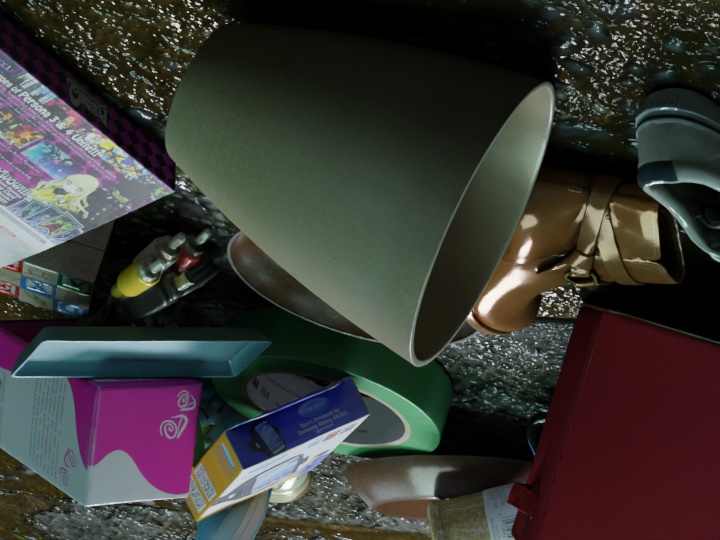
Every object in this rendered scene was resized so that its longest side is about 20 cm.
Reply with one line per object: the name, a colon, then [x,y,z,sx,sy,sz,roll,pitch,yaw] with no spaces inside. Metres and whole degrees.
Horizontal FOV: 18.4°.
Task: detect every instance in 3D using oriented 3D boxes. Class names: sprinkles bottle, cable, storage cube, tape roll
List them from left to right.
cable: [-0.189,0.020,1.735,0.200,0.097,0.050,-26,92,35]
tape roll: [-0.024,0.097,1.867,0.200,0.048,0.201,14,157,6]
sprinkles bottle: [0.158,0.205,1.866,0.199,0.068,0.068,-13,152,4]
storage cube: [0.216,0.133,1.558,0.199,0.180,0.171,17,180,1]

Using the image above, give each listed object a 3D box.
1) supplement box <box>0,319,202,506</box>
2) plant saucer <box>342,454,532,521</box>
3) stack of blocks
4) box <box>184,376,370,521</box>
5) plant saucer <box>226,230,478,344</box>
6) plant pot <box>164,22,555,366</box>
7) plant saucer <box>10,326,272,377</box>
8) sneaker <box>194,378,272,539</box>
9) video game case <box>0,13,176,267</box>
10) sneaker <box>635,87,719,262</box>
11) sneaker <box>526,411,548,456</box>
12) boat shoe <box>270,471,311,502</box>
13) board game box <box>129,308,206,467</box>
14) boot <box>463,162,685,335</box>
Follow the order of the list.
supplement box: [-0.228,0.114,1.842,0.103,0.102,0.200,0,-165,-35]
plant saucer: [0.083,0.197,1.968,0.200,0.037,0.200,3,165,1]
stack of blocks: [-0.297,-0.035,1.740,0.199,0.059,0.115,18,157,-4]
box: [-0.070,0.144,1.810,0.119,0.042,0.200,-23,171,-22]
plant saucer: [0.000,0.000,1.655,0.199,0.032,0.200,14,156,6]
plant pot: [-0.011,-0.069,1.355,0.199,0.188,0.187,26,160,15]
plant saucer: [-0.171,0.063,1.736,0.199,0.019,0.070,1,153,-33]
sneaker: [-0.142,0.170,1.934,0.130,0.200,0.080,33,138,-16]
video game case: [-0.260,-0.085,1.565,0.181,0.036,0.200,-22,140,27]
sneaker: [0.237,-0.034,1.367,0.200,0.071,0.073,30,154,-28]
sneaker: [0.188,0.182,1.754,0.089,0.079,0.200,21,-160,-38]
boat shoe: [-0.146,0.174,2.105,0.199,0.074,0.063,3,150,4]
board game box: [-0.208,0.116,1.932,0.029,0.135,0.200,-9,176,-37]
boot: [0.144,-0.011,1.500,0.155,0.077,0.200,4,147,18]
